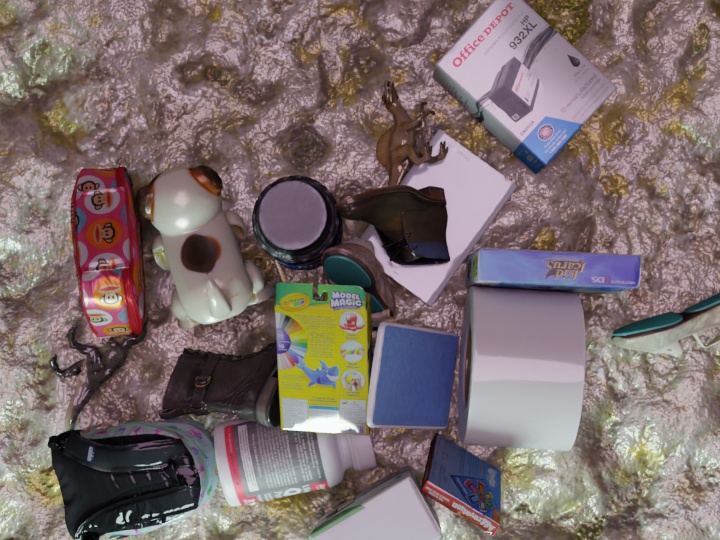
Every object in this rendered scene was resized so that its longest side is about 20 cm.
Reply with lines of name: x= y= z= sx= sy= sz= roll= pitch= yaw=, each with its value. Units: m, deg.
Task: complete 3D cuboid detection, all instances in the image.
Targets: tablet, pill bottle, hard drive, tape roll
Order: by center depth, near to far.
tape roll: x=0.201 y=0.124 z=1.545 sx=0.138 sy=0.203 sz=0.204 roll=3 pitch=87 yaw=1
pill bottle: x=-0.080 y=-0.061 z=1.554 sx=0.111 sy=0.200 sz=0.113 roll=0 pitch=87 yaw=1
tablet: x=0.069 y=0.137 z=1.558 sx=0.014 sy=0.200 sz=0.131 roll=5 pitch=86 yaw=34
pill bottle: x=-0.084 y=0.234 z=1.584 sx=0.199 sy=0.111 sz=0.111 roll=-12 pitch=87 yaw=0
hard drive: x=0.100 y=-0.071 z=1.642 sx=0.132 sy=0.026 sz=0.200 roll=36 pitch=88 yaw=2

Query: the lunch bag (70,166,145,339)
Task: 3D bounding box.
lunch bag: x=-0.321 y=-0.016 z=1.566 sx=0.081 sy=0.176 sz=0.201 roll=-5 pitch=65 yaw=-7

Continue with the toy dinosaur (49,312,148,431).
toy dinosaur: x=-0.365 y=0.125 z=1.625 sx=0.088 sy=0.047 sz=0.200 roll=35 pitch=91 yaw=-5

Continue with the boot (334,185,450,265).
boot: x=0.050 y=-0.053 z=1.540 sx=0.075 sy=0.199 sz=0.098 roll=-19 pitch=81 yaw=42

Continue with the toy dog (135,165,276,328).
toy dog: x=-0.215 y=-0.034 z=1.563 sx=0.139 sy=0.194 sz=0.201 roll=-18 pitch=95 yaw=9

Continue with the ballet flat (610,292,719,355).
ballet flat: x=0.433 y=0.080 z=1.616 sx=0.199 sy=0.067 sz=0.063 roll=-19 pitch=97 yaw=-1

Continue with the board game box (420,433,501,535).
board game box: x=0.130 y=0.266 z=1.539 sx=0.103 sy=0.200 sz=0.020 roll=30 pitch=101 yaw=2

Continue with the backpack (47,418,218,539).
backpack: x=-0.284 y=0.261 z=1.571 sx=0.199 sy=0.127 sz=0.168 roll=-12 pitch=99 yaw=14

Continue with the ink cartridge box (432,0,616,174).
ink cartridge box: x=0.215 y=-0.252 z=1.621 sx=0.200 sy=0.084 sz=0.145 roll=43 pitch=88 yaw=2

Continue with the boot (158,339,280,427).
boot: x=-0.161 y=0.121 z=1.601 sx=0.173 sy=0.069 sz=0.200 roll=6 pitch=46 yaw=24

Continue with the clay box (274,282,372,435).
clay box: x=-0.043 y=0.102 z=1.489 sx=0.114 sy=0.048 sz=0.201 roll=3 pitch=112 yaw=8

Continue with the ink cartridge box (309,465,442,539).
ink cartridge box: x=0.020 y=0.323 z=1.537 sx=0.145 sy=0.200 sz=0.084 roll=-30 pitch=85 yaw=-2

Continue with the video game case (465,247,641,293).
video game case: x=0.241 y=0.003 z=1.560 sx=0.199 sy=0.181 sz=0.046 roll=3 pitch=88 yaw=1

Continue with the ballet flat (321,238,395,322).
ballet flat: x=0.000 y=0.000 z=1.566 sx=0.068 sy=0.200 sz=0.068 roll=4 pitch=64 yaw=18

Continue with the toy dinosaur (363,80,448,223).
toy dinosaur: x=0.060 y=-0.156 z=1.625 sx=0.101 sy=0.058 sz=0.201 roll=-5 pitch=73 yaw=35

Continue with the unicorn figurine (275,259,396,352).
unicorn figurine: x=-0.027 y=0.071 z=1.554 sx=0.136 sy=0.200 sz=0.074 roll=-1 pitch=56 yaw=8
